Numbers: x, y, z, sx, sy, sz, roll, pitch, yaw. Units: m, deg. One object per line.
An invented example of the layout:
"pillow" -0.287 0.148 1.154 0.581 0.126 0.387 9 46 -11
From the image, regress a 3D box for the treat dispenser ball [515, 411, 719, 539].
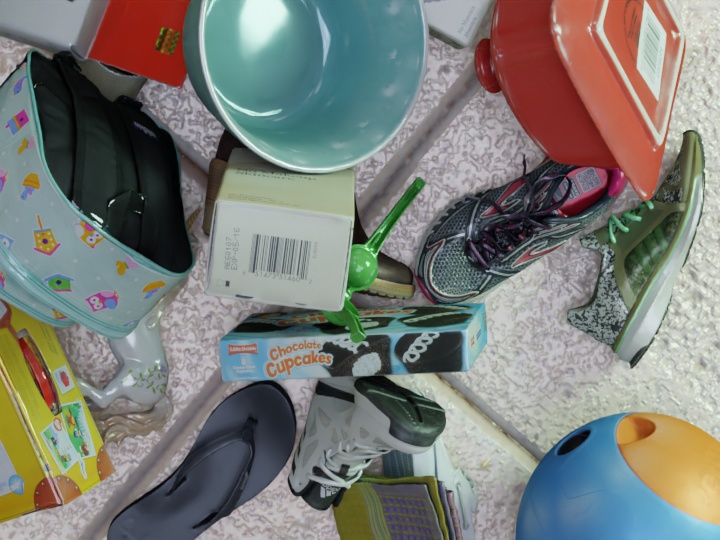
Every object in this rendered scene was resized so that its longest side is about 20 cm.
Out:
"treat dispenser ball" 0.223 0.214 1.664 0.199 0.201 0.203 0 96 -3

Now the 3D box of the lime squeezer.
"lime squeezer" 0.000 0.000 1.628 0.038 0.201 0.071 30 131 -6

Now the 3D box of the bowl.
"bowl" -0.058 -0.175 1.598 0.199 0.105 0.203 -2 93 -32

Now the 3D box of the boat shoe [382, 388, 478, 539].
"boat shoe" 0.064 0.193 1.729 0.066 0.073 0.202 -10 103 -21

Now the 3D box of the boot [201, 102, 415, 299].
"boot" -0.021 -0.077 1.691 0.199 0.072 0.168 22 82 -19

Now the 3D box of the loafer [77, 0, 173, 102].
"loafer" -0.210 -0.158 1.673 0.075 0.068 0.201 34 93 -5

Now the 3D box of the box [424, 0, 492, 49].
"box" 0.015 -0.259 1.674 0.199 0.068 0.083 27 93 -5

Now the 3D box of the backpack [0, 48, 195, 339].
"backpack" -0.218 -0.045 1.577 0.153 0.201 0.175 -43 130 13

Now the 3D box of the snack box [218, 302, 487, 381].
"snack box" -0.004 0.056 1.660 0.198 0.116 0.038 -3 98 11

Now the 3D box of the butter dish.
"butter dish" 0.158 -0.174 1.641 0.147 0.201 0.200 -10 134 31

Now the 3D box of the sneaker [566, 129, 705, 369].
"sneaker" 0.226 -0.025 1.709 0.088 0.077 0.202 20 92 4

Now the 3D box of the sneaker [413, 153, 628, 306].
"sneaker" 0.129 -0.043 1.698 0.199 0.075 0.081 -36 97 2

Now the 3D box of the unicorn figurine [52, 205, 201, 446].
"unicorn figurine" -0.193 0.042 1.700 0.136 0.074 0.202 -8 110 -11

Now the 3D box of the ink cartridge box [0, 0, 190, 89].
"ink cartridge box" -0.189 -0.260 1.632 0.172 0.044 0.202 18 81 15

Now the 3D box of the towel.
"towel" 0.034 0.259 1.702 0.023 0.143 0.202 -17 102 -42

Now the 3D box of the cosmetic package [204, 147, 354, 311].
"cosmetic package" -0.057 -0.033 1.545 0.102 0.200 0.074 7 104 -3

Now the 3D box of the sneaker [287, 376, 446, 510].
"sneaker" 0.003 0.145 1.649 0.075 0.200 0.116 17 93 -20

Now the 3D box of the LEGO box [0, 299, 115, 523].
"LEGO box" -0.307 0.100 1.658 0.148 0.077 0.202 -19 97 32

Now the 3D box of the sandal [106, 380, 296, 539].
"sandal" -0.126 0.177 1.723 0.076 0.043 0.200 43 92 -6
